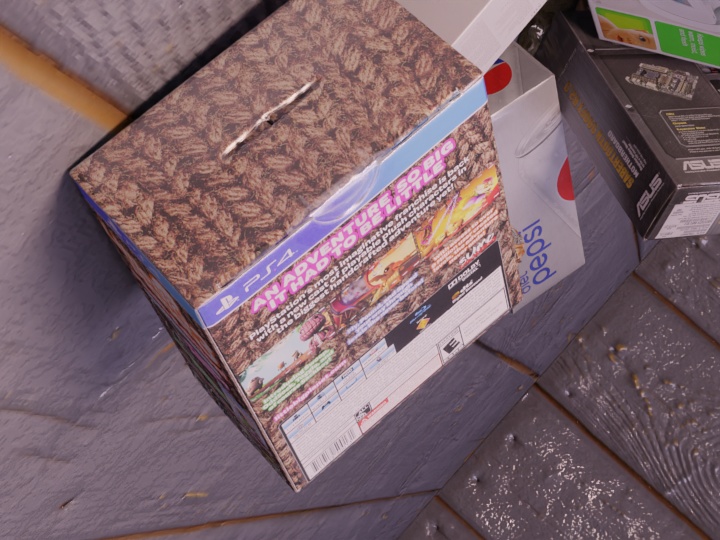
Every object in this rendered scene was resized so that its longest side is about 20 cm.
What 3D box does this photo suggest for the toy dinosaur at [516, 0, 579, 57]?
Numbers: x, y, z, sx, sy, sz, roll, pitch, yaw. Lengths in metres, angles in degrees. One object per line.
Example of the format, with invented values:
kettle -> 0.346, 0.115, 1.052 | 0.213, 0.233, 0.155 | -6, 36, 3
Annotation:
toy dinosaur -> 0.138, -0.199, 0.990 | 0.200, 0.047, 0.088 | -57, 169, 15

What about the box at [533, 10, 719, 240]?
box -> 0.229, -0.097, 0.981 | 0.200, 0.159, 0.048 | -6, 140, -28

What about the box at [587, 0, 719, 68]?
box -> 0.212, -0.188, 0.840 | 0.097, 0.176, 0.200 | -66, 159, -11

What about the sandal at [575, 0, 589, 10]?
sandal -> 0.193, -0.190, 1.124 | 0.078, 0.070, 0.212 | -42, 166, -26

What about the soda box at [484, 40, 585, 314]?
soda box -> 0.095, -0.062, 1.024 | 0.068, 0.063, 0.200 | -34, 143, -11

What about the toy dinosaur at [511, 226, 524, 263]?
toy dinosaur -> 0.000, 0.000, 0.969 | 0.136, 0.199, 0.102 | 125, -26, -53

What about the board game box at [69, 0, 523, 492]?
board game box -> -0.019, -0.013, 0.741 | 0.159, 0.097, 0.200 | -39, 150, -13

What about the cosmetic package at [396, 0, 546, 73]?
cosmetic package -> 0.028, -0.112, 0.850 | 0.200, 0.051, 0.083 | -49, 164, 5
